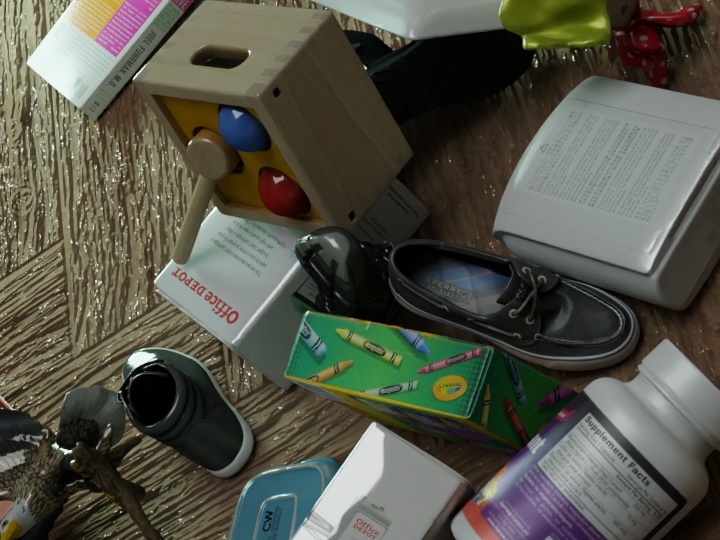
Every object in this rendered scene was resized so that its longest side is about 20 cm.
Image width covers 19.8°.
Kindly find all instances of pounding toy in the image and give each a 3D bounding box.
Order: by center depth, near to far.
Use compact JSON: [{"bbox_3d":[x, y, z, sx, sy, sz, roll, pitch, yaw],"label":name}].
[{"bbox_3d":[-0.090,-0.103,1.688,0.200,0.184,0.142,12,54,44],"label":"pounding toy"}]

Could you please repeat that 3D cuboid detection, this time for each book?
[{"bbox_3d":[-0.255,-0.265,2.185,0.200,0.048,0.134,-50,42,-1],"label":"book"}]

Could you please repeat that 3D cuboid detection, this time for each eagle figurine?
[{"bbox_3d":[-0.287,0.190,1.744,0.199,0.151,0.152,-18,82,28],"label":"eagle figurine"}]

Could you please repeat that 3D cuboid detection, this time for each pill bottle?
[{"bbox_3d":[0.168,0.145,1.423,0.200,0.111,0.111,-44,40,3],"label":"pill bottle"}]

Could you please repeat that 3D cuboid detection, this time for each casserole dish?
[{"bbox_3d":[-0.061,0.228,1.618,0.121,0.039,0.201,-14,49,33],"label":"casserole dish"}]

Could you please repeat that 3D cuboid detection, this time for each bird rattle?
[{"bbox_3d":[0.180,-0.232,1.652,0.163,0.200,0.113,37,109,29],"label":"bird rattle"}]

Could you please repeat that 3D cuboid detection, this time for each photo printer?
[{"bbox_3d":[0.202,-0.065,1.595,0.200,0.069,0.167,18,72,48],"label":"photo printer"}]

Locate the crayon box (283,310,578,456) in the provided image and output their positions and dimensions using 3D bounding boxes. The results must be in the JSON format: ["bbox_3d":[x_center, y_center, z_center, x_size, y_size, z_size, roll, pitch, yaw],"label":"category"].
[{"bbox_3d":[0.054,0.088,1.560,0.200,0.119,0.058,10,76,45],"label":"crayon box"}]

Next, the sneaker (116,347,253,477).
[{"bbox_3d":[-0.173,0.099,1.774,0.071,0.099,0.200,-51,39,-1],"label":"sneaker"}]

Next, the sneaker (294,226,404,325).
[{"bbox_3d":[0.000,0.000,1.643,0.079,0.200,0.075,-37,74,-7],"label":"sneaker"}]

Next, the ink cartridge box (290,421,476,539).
[{"bbox_3d":[-0.006,0.220,1.481,0.083,0.147,0.200,33,82,14],"label":"ink cartridge box"}]

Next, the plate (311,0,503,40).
[{"bbox_3d":[0.076,-0.242,1.769,0.199,0.199,0.032,30,125,55],"label":"plate"}]

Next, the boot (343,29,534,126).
[{"bbox_3d":[0.037,-0.187,1.830,0.200,0.077,0.168,-26,24,-7],"label":"boot"}]

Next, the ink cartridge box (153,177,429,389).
[{"bbox_3d":[-0.061,-0.018,1.779,0.200,0.084,0.145,-51,40,-5],"label":"ink cartridge box"}]

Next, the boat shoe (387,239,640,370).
[{"bbox_3d":[0.111,0.018,1.554,0.199,0.066,0.070,20,75,18],"label":"boat shoe"}]

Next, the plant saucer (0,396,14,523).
[{"bbox_3d":[-0.376,0.212,1.912,0.200,0.037,0.199,-50,40,-4],"label":"plant saucer"}]
